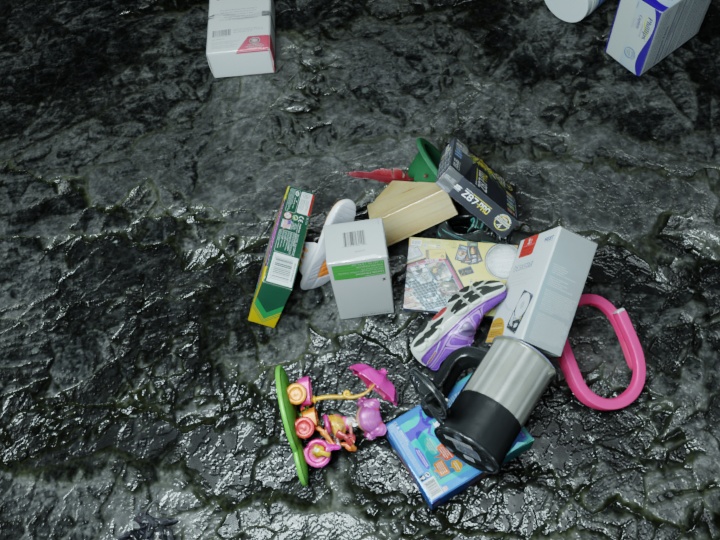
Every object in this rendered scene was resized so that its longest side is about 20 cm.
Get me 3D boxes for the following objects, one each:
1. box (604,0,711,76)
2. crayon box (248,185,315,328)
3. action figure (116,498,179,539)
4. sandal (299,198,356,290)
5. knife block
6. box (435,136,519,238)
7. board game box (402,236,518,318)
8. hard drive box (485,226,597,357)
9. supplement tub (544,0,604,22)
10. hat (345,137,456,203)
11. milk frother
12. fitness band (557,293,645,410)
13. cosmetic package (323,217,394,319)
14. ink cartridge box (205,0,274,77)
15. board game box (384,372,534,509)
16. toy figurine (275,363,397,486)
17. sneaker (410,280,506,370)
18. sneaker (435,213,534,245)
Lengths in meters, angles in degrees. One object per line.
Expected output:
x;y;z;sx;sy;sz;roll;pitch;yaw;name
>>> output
0.637;-0.547;1.673;0.200;0.184;0.105;-37;64;-16;box
-0.143;-0.022;1.436;0.058;0.173;0.201;16;61;-8;crayon box
-0.336;0.450;1.224;0.118;0.102;0.201;-19;61;7;action figure
-0.065;-0.056;1.453;0.079;0.207;0.059;-10;45;-42;sandal
0.057;-0.088;1.479;0.200;0.064;0.176;10;52;46;knife block
0.216;-0.156;1.462;0.161;0.049;0.200;37;24;-7;box
0.182;0.014;1.445;0.199;0.035;0.136;5;82;7;board game box
0.303;0.042;1.340;0.077;0.156;0.201;24;77;-9;hard drive box
0.520;-0.666;1.784;0.132;0.132;0.200;39;71;24;supplement tub
0.100;-0.148;1.561;0.176;0.166;0.200;-38;33;18;hat
0.183;0.176;1.230;0.180;0.200;0.188;27;65;23;milk frother
0.403;0.137;1.344;0.143;0.037;0.201;-18;83;-18;fitness band
0.000;0.000;1.399;0.107;0.200;0.085;-9;58;3;cosmetic package
-0.270;-0.544;1.808;0.145;0.085;0.201;-4;61;2;ink cartridge box
0.161;0.275;1.314;0.200;0.045;0.152;-28;61;-10;board game box
-0.027;0.234;1.299;0.183;0.150;0.201;-13;82;0;toy figurine
0.179;0.095;1.392;0.200;0.081;0.083;-41;108;4;sneaker
0.240;-0.060;1.484;0.199;0.079;0.076;7;60;8;sneaker
